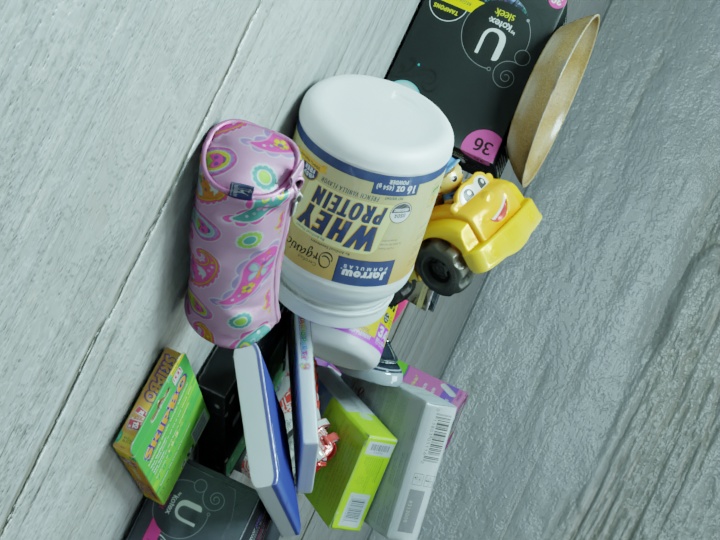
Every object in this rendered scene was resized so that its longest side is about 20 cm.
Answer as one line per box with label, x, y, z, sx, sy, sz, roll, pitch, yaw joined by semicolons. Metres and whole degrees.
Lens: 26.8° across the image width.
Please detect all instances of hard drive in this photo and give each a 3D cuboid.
hard drive;-0.119;0.112;1.517;0.140;0.038;0.201;-60;168;-29
hard drive;-0.086;0.165;1.426;0.200;0.025;0.133;80;0;-68

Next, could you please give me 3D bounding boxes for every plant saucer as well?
plant saucer;0.203;-0.189;1.636;0.201;0.035;0.201;-61;168;-23

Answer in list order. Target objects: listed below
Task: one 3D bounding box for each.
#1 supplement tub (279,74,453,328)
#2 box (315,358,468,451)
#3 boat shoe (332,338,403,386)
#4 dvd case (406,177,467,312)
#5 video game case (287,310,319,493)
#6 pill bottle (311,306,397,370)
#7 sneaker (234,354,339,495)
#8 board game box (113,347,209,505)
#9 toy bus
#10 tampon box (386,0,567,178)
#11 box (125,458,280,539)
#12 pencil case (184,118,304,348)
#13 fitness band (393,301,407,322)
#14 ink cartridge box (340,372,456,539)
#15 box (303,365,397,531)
supplement tub;-0.006;-0.062;1.392;0.145;0.143;0.202;-52;162;-54
box;0.011;0.192;1.919;0.176;0.198;0.097;-50;162;-55
boat shoe;-0.001;0.062;1.743;0.200;0.070;0.092;36;-67;60
dvd case;0.054;-0.051;1.722;0.200;0.016;0.150;30;-77;58
video game case;-0.059;0.103;1.504;0.144;0.018;0.202;99;-13;-63
pill bottle;0.000;0.000;1.658;0.104;0.103;0.202;80;28;-73
sneaker;-0.063;0.150;1.697;0.203;0.107;0.067;-65;170;-6
board game box;-0.172;0.138;1.325;0.200;0.030;0.096;95;21;-70
toy bus;0.056;-0.081;1.510;0.135;0.199;0.194;-38;110;-39
tampon box;0.125;-0.225;1.683;0.202;0.149;0.126;-65;170;-4
box;-0.155;0.270;1.494;0.200;0.105;0.123;81;33;-72
pencil case;-0.093;-0.026;1.194;0.088;0.087;0.201;-57;168;-40
fitness band;0.058;-0.009;1.972;0.143;0.037;0.201;-35;-151;53
ink cartridge box;0.023;0.203;1.749;0.200;0.047;0.162;24;-80;60
box;-0.039;0.198;1.758;0.200;0.047;0.123;44;-64;54
